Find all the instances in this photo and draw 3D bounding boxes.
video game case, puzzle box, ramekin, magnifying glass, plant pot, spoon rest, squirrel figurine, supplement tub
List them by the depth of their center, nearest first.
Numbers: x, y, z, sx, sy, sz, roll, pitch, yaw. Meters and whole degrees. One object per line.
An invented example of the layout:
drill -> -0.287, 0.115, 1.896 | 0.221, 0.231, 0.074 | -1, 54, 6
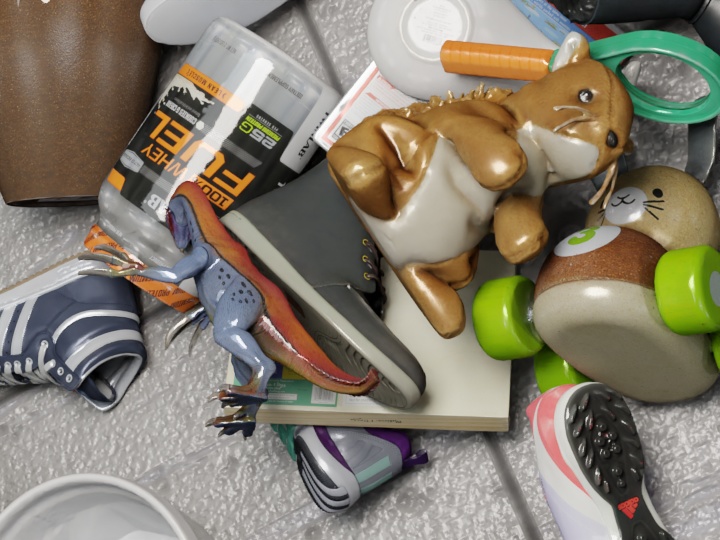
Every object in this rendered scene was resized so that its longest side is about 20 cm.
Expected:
squirrel figurine -> 0.081, -0.080, 1.290 | 0.186, 0.142, 0.200 | -33, 21, -1
magnifying glass -> 0.148, -0.133, 1.317 | 0.200, 0.080, 0.022 | 10, 61, 25
puzzle box -> 0.008, 0.045, 1.387 | 0.199, 0.025, 0.133 | 2, 61, 7
spoon rest -> 0.100, -0.153, 1.392 | 0.200, 0.061, 0.100 | 21, 92, 14
ramekin -> -0.179, 0.251, 1.416 | 0.200, 0.105, 0.201 | -6, 73, 21
video game case -> 0.081, -0.129, 1.423 | 0.143, 0.017, 0.200 | 39, 93, 0
supplement tub -> -0.111, -0.076, 1.467 | 0.122, 0.123, 0.200 | 34, 91, 27
plant pot -> -0.232, -0.152, 1.525 | 0.186, 0.187, 0.201 | -5, 87, 22

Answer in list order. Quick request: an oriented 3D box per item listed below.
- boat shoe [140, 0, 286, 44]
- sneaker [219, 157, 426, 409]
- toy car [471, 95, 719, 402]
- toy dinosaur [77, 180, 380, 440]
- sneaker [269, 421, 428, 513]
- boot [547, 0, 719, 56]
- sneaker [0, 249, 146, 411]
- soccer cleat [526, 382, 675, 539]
boat shoe -> -0.081, -0.241, 1.490 | 0.200, 0.072, 0.068 | -30, 58, 0
sneaker -> 0.000, 0.000, 1.356 | 0.106, 0.075, 0.200 | -37, 62, -16
toy car -> 0.185, -0.025, 1.319 | 0.164, 0.158, 0.200 | -10, 58, 34
toy dinosaur -> -0.084, 0.018, 1.342 | 0.199, 0.105, 0.182 | -4, 64, 5
sneaker -> -0.029, 0.081, 1.433 | 0.087, 0.074, 0.200 | -22, 60, -16
boot -> 0.214, -0.169, 1.326 | 0.076, 0.168, 0.200 | -56, 46, 49
sneaker -> -0.255, 0.072, 1.519 | 0.200, 0.070, 0.109 | -27, 65, 11
soccer cleat -> 0.161, 0.171, 1.306 | 0.073, 0.068, 0.201 | -11, 96, 64
